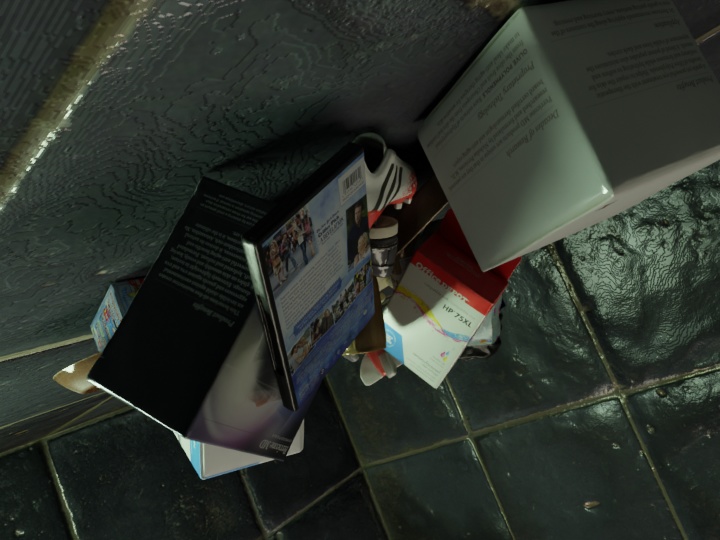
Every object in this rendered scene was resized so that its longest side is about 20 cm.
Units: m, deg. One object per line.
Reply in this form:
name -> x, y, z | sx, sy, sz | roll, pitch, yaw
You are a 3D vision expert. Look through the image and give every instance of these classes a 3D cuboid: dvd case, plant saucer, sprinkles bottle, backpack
dvd case -> -0.034, 0.011, 0.516 | 0.143, 0.017, 0.202 | -48, 147, -37
plant saucer -> 0.101, -0.102, 0.761 | 0.201, 0.037, 0.200 | -46, 180, 0
sprinkles bottle -> 0.073, -0.017, 0.940 | 0.067, 0.202, 0.069 | -11, -144, 8
plant saucer -> -0.329, 0.133, 0.851 | 0.198, 0.037, 0.200 | -23, 173, -3
backpack -> 0.139, 0.028, 0.862 | 0.164, 0.203, 0.127 | -1, -153, 3

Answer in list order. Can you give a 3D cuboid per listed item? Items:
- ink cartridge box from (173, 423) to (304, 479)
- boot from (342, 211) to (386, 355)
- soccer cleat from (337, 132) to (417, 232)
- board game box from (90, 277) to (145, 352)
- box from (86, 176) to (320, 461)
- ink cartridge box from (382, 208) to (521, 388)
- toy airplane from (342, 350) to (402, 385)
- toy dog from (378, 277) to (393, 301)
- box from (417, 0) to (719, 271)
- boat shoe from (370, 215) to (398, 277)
ink cartridge box -> -0.188, 0.196, 0.850 | 0.144, 0.087, 0.199 | -6, -163, -32
boot -> 0.000, 0.000, 0.760 | 0.065, 0.204, 0.175 | -12, 175, 21
soccer cleat -> 0.017, -0.105, 0.626 | 0.068, 0.087, 0.200 | 10, -155, 18
board game box -> -0.276, 0.052, 0.823 | 0.198, 0.062, 0.200 | -21, 173, -22
box -> -0.109, 0.058, 0.569 | 0.201, 0.122, 0.200 | -63, 156, -12
ink cartridge box -> 0.105, 0.038, 0.758 | 0.067, 0.115, 0.202 | -38, 158, -52
toy airplane -> -0.013, 0.079, 0.900 | 0.139, 0.201, 0.201 | -13, 141, 4
toy dog -> -0.006, 0.003, 1.047 | 0.198, 0.141, 0.194 | -24, 165, 13
box -> 0.204, -0.132, 0.580 | 0.197, 0.173, 0.200 | -20, 170, -27
boat shoe -> -0.049, -0.029, 0.656 | 0.197, 0.064, 0.072 | 7, -158, 29
